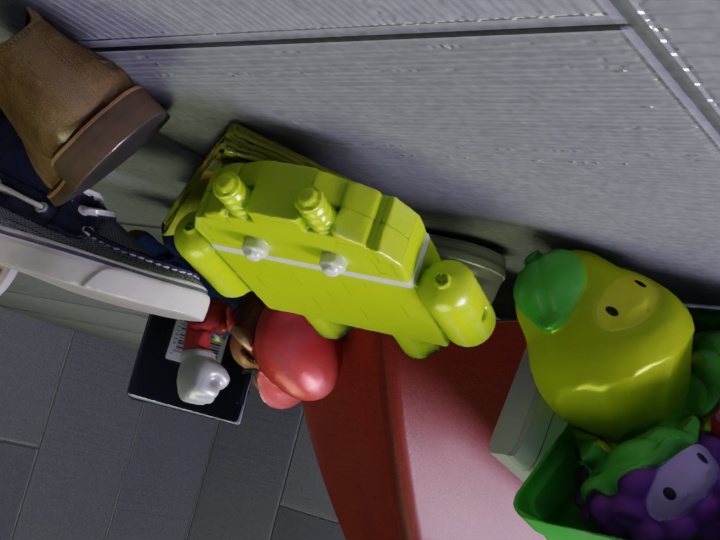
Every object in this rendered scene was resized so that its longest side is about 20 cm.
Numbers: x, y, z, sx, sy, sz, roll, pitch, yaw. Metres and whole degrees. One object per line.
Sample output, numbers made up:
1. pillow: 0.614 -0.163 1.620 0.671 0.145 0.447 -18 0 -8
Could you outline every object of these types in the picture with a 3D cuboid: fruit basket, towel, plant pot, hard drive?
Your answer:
1. fruit basket: 0.177 0.073 0.628 0.155 0.216 0.215 5 166 45
2. towel: -0.065 -0.033 0.657 0.086 0.018 0.200 26 161 -13
3. plant pot: 0.071 0.127 0.835 0.200 0.177 0.200 -2 178 -22
4. hard drive: 0.169 0.112 0.736 0.027 0.132 0.200 -2 145 45

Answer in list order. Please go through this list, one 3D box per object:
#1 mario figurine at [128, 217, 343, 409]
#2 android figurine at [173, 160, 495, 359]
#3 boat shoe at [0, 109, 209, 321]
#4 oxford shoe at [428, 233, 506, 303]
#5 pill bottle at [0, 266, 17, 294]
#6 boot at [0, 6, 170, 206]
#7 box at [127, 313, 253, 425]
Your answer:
1. mario figurine: -0.096 0.042 0.800 0.200 0.123 0.106 33 168 33
2. android figurine: -0.017 -0.002 0.606 0.182 0.041 0.200 12 161 21
3. boat shoe: -0.175 -0.039 0.645 0.200 0.093 0.075 18 171 -2
4. oxford shoe: 0.000 0.000 0.733 0.200 0.058 0.075 11 172 29
5. pill bottle: -0.384 -0.041 0.902 0.111 0.111 0.200 10 169 27
6. boot: -0.142 -0.079 0.531 0.075 0.074 0.200 47 168 -9
7. box: -0.156 0.066 1.066 0.107 0.149 0.200 16 171 -9
